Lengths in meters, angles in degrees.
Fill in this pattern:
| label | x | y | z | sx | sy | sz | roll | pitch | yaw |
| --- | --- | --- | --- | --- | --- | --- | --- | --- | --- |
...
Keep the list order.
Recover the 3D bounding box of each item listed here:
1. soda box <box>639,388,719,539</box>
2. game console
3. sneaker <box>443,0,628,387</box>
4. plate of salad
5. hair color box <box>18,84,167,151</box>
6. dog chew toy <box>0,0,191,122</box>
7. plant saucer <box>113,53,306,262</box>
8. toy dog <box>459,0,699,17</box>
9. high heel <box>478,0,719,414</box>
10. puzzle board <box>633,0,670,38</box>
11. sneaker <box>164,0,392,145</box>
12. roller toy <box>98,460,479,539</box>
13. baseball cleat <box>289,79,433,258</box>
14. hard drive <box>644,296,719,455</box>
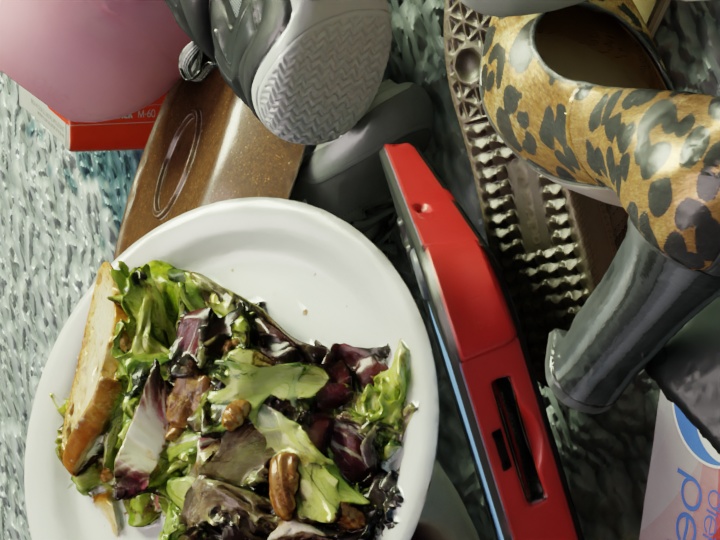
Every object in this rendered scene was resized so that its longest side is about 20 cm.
| label | x | y | z | sx | sy | sz | roll | pitch | yaw |
| --- | --- | --- | --- | --- | --- | --- | --- | --- | --- |
| soda box | 0.148 | 0.071 | 1.008 | 0.063 | 0.070 | 0.201 | 33 | 123 | 49 |
| game console | 0.050 | 0.062 | 1.098 | 0.177 | 0.031 | 0.201 | -121 | 13 | -70 |
| sneaker | 0.083 | -0.057 | 1.077 | 0.070 | 0.075 | 0.201 | 1 | 98 | 39 |
| plate of salad | -0.060 | 0.065 | 1.124 | 0.199 | 0.048 | 0.201 | -10 | 70 | 29 |
| hair color box | -0.130 | -0.168 | 1.398 | 0.111 | 0.064 | 0.201 | -143 | 53 | -66 |
| dog chew toy | -0.100 | -0.168 | 1.284 | 0.200 | 0.124 | 0.124 | -54 | 39 | -1 |
| plant saucer | -0.071 | -0.043 | 1.288 | 0.200 | 0.034 | 0.201 | -161 | 90 | -74 |
| toy dog | 0.113 | -0.144 | 0.915 | 0.131 | 0.200 | 0.097 | -3 | 100 | 33 |
| high heel | 0.099 | -0.070 | 0.929 | 0.143 | 0.071 | 0.201 | 126 | 147 | -50 |
| puzzle board | 0.076 | -0.177 | 1.124 | 0.200 | 0.017 | 0.151 | 58 | 142 | 35 |
| sneaker | -0.030 | -0.161 | 1.178 | 0.114 | 0.075 | 0.201 | 24 | 103 | 44 |
| roller toy | -0.046 | 0.146 | 1.233 | 0.182 | 0.140 | 0.200 | 46 | 138 | 14 |
| baseball cleat | 0.000 | 0.000 | 1.256 | 0.107 | 0.070 | 0.200 | 54 | 144 | 14 |
| hard drive | 0.190 | 0.001 | 0.878 | 0.200 | 0.033 | 0.140 | -54 | 56 | 20 |
